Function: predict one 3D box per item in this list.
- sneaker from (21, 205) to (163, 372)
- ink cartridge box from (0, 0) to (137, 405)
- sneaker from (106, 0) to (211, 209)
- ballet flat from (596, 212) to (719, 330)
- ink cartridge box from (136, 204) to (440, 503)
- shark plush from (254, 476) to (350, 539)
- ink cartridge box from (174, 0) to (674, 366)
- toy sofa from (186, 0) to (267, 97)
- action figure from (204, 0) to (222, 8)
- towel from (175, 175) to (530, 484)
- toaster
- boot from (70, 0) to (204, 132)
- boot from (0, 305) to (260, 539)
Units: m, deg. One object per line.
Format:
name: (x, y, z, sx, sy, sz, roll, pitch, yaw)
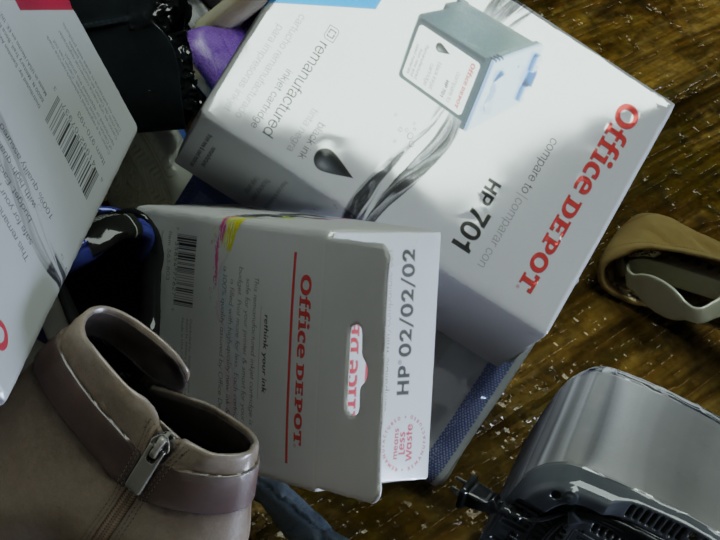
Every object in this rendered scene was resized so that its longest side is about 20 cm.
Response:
sneaker: (-0.148, -0.003, 1.072, 0.080, 0.115, 0.200, -9, 50, -43)
ink cartridge box: (-0.182, -0.051, 0.938, 0.200, 0.083, 0.146, -72, 143, -51)
sneaker: (-0.107, -0.099, 1.254, 0.111, 0.077, 0.200, -13, 46, -33)
ballet flat: (0.229, 0.022, 1.332, 0.199, 0.069, 0.063, 19, 37, 33)
ink cartridge box: (-0.027, 0.034, 1.031, 0.068, 0.116, 0.200, -1, 7, -38)
shark plush: (0.034, 0.156, 1.035, 0.091, 0.083, 0.200, -18, 57, -47)
ink cartridge box: (0.032, -0.069, 1.120, 0.200, 0.086, 0.147, 32, 71, -3)
toy sofa: (-0.004, -0.076, 1.234, 0.200, 0.083, 0.098, 56, 28, 0)
action figure: (-0.142, -0.237, 1.385, 0.193, 0.105, 0.200, 28, 11, 5)
towel: (0.000, 0.000, 1.165, 0.200, 0.024, 0.147, 34, 76, -3)
toaster: (0.140, 0.133, 1.120, 0.199, 0.114, 0.129, 28, 31, 1)
boot: (-0.173, -0.157, 1.155, 0.167, 0.076, 0.201, -12, 86, -1)
boot: (-0.137, 0.072, 0.960, 0.200, 0.146, 0.070, 31, 36, 2)
